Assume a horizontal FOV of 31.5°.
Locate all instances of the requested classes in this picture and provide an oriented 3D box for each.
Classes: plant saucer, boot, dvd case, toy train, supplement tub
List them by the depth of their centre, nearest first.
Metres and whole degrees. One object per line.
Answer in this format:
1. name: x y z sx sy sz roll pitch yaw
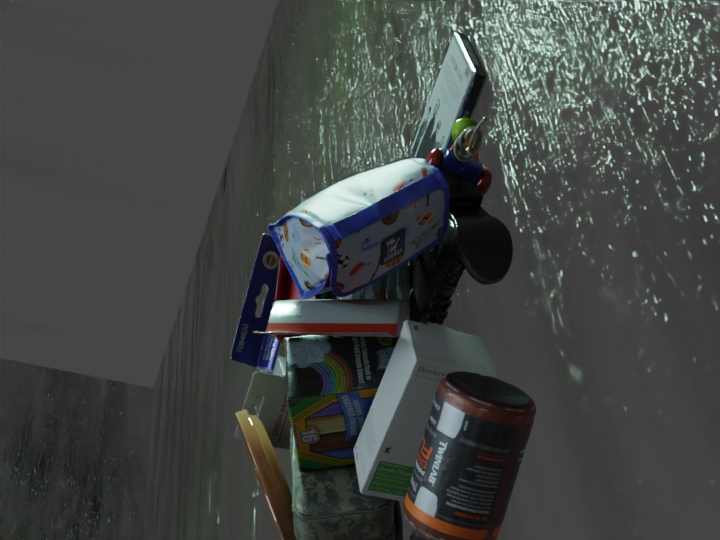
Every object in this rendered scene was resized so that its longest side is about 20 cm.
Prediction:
1. supplement tub: 0.107 0.215 1.324 0.107 0.106 0.202 -130 54 -71
2. boot: 0.114 -0.002 1.552 0.201 0.069 0.175 -108 27 -47
3. toy train: 0.130 -0.152 1.608 0.116 0.084 0.201 -74 8 -45
4. plant saucer: -0.119 0.280 1.711 0.200 0.032 0.202 160 90 -82
5. dvd case: 0.120 -0.213 1.783 0.151 0.025 0.201 -102 29 -58

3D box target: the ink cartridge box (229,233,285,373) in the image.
1. ink cartridge box: -0.077 0.066 1.888 0.040 0.199 0.202 -7 66 59

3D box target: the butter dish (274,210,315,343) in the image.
1. butter dish: -0.008 0.019 1.811 0.147 0.198 0.202 -15 64 51

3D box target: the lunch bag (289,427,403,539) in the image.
1. lunch bag: -0.019 0.299 1.663 0.201 0.138 0.169 -97 3 -52

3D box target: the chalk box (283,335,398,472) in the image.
1. chalk box: 0.009 0.156 1.602 0.125 0.198 0.125 -97 1 -54

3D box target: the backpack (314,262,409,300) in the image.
1. backpack: 0.000 0.000 1.672 0.167 0.125 0.202 88 179 -86

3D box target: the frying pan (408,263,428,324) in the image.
1. frying pan: 0.087 0.016 1.701 0.191 0.031 0.115 -59 27 28

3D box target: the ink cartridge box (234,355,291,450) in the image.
1. ink cartridge box: -0.075 0.196 1.828 0.067 0.198 0.117 -113 38 -65

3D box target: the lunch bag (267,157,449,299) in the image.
1. lunch bag: 0.003 -0.050 1.493 0.125 0.169 0.200 62 161 0

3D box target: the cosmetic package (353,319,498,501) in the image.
1. cosmetic package: 0.072 0.168 1.491 0.085 0.107 0.201 -101 26 -56

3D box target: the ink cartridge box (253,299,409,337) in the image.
1. ink cartridge box: -0.031 0.054 1.509 0.200 0.160 0.051 30 -120 -80

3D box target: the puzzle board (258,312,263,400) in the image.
1. puzzle board: -0.097 0.175 1.956 0.017 0.200 0.152 -17 48 21
